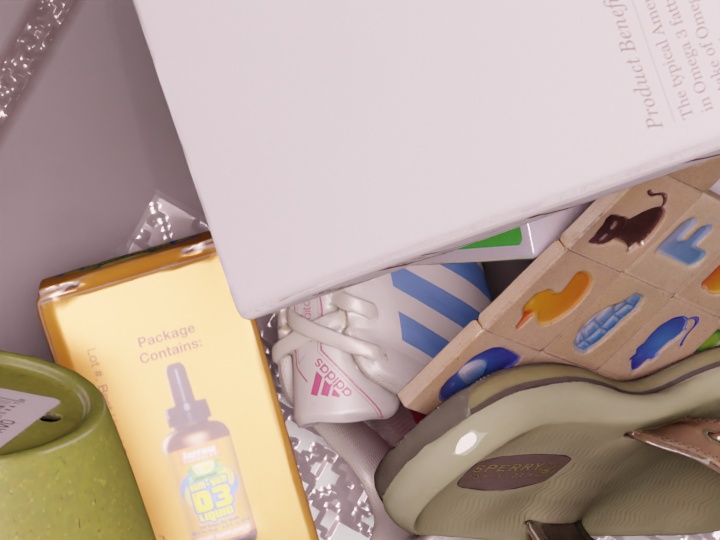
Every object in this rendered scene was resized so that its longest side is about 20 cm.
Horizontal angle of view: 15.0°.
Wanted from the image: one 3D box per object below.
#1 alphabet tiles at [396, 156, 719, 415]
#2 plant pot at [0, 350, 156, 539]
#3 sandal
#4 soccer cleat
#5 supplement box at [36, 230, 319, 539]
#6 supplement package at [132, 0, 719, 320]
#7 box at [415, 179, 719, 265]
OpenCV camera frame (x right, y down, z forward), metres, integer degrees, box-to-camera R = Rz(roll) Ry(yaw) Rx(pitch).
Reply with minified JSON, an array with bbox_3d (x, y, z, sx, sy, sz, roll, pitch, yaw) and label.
[{"bbox_3d":[0.100,0.009,0.825,0.200,0.167,0.008,-45,59,16],"label":"alphabet tiles"},{"bbox_3d":[-0.120,0.130,0.788,0.187,0.187,0.200,0,108,-10],"label":"plant pot"},{"bbox_3d":[0.087,0.068,0.830,0.201,0.057,0.080,-2,136,-43],"label":"sandal"},{"bbox_3d":[0.000,0.000,0.870,0.086,0.070,0.200,-33,101,-46],"label":"soccer cleat"},{"bbox_3d":[-0.046,0.090,0.881,0.066,0.069,0.200,-16,97,-4],"label":"supplement box"},{"bbox_3d":[0.056,-0.077,0.689,0.200,0.117,0.117,-19,90,20],"label":"supplement package"},{"bbox_3d":[0.088,-0.105,0.850,0.200,0.097,0.177,-12,95,-33],"label":"box"}]
